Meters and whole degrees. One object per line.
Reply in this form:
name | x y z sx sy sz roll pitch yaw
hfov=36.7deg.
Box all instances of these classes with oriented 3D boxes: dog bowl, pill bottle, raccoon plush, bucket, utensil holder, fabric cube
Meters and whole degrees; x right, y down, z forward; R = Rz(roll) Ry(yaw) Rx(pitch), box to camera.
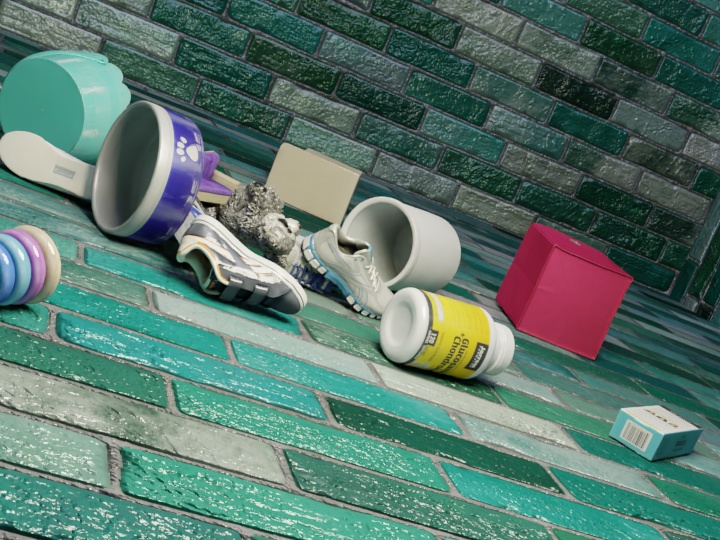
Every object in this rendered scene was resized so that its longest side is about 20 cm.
dog bowl | -0.318 -0.143 1.616 0.078 0.202 0.200 17 12 -39
pill bottle | 0.134 0.101 1.640 0.198 0.113 0.112 16 13 -33
raccoon plush | -0.186 -0.045 1.725 0.097 0.198 0.135 41 28 -44
bucket | -0.513 -0.279 1.874 0.205 0.210 0.135 26 17 14
utensil holder | 0.079 -0.043 2.069 0.169 0.172 0.199 29 11 30
fabric cube | 0.431 0.040 2.327 0.194 0.202 0.200 22 12 -10

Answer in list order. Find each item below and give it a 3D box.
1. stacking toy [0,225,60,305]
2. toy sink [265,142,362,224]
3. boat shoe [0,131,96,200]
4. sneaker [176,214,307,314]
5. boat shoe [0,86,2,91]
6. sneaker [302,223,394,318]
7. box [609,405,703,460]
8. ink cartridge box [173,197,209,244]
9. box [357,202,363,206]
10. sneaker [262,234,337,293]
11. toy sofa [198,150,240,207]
stacking toy | -0.397 0.006 1.096 0.085 0.086 0.199 27 18 19
toy sink | -0.111 -0.209 2.565 0.198 0.132 0.112 22 11 -1
boat shoe | -0.480 -0.161 1.732 0.197 0.073 0.069 18 -11 5
sneaker | -0.172 0.013 1.529 0.199 0.078 0.080 36 53 -5
boat shoe | -0.709 -0.306 1.925 0.199 0.073 0.060 12 16 -22
sneaker | 0.000 0.000 1.779 0.200 0.086 0.075 40 36 -22
box | 0.484 0.263 1.772 0.082 0.050 0.199 31 13 33
ink cartridge box | -0.262 -0.077 1.668 0.094 0.044 0.200 44 6 -45
box | 0.066 -0.069 2.320 0.127 0.110 0.200 27 12 20
sneaker | -0.080 -0.005 1.805 0.199 0.076 0.088 -5 47 -51
toy sofa | -0.315 -0.177 2.060 0.082 0.099 0.199 28 11 26
